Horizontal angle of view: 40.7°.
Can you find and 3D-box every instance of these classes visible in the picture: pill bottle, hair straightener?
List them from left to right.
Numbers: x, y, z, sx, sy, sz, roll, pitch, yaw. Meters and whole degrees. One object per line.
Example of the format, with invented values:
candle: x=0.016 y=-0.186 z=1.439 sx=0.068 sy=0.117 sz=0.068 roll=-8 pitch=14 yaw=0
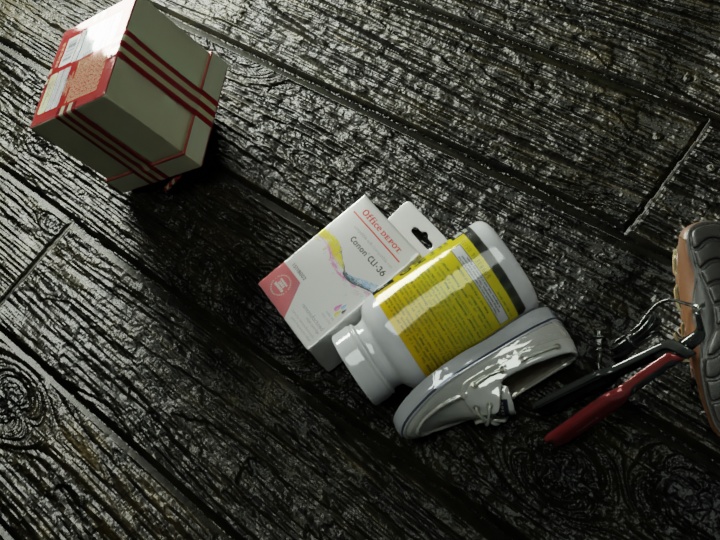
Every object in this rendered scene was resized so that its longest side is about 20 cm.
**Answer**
pill bottle: x=0.074 y=0.048 z=1.001 sx=0.199 sy=0.113 sz=0.113 roll=-34 pitch=55 yaw=0
hair straightener: x=0.240 y=0.083 z=0.916 sx=0.200 sy=0.041 sz=0.077 roll=-44 pitch=48 yaw=28

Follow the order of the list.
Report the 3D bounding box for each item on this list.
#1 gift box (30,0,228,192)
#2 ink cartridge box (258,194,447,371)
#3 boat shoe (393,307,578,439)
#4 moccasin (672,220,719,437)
gift box: x=-0.297 y=-0.222 z=1.268 sx=0.198 sy=0.186 sz=0.187 roll=-7 pitch=59 yaw=41
ink cartridge box: x=0.000 y=0.000 z=1.085 sx=0.200 sy=0.068 sz=0.117 roll=-40 pitch=55 yaw=-3
boat shoe: x=0.127 y=0.119 z=0.969 sx=0.199 sy=0.071 sz=0.070 roll=-32 pitch=58 yaw=-3
moccasin: x=0.332 y=0.057 z=0.917 sx=0.073 sy=0.078 sz=0.204 roll=-10 pitch=73 yaw=-2
